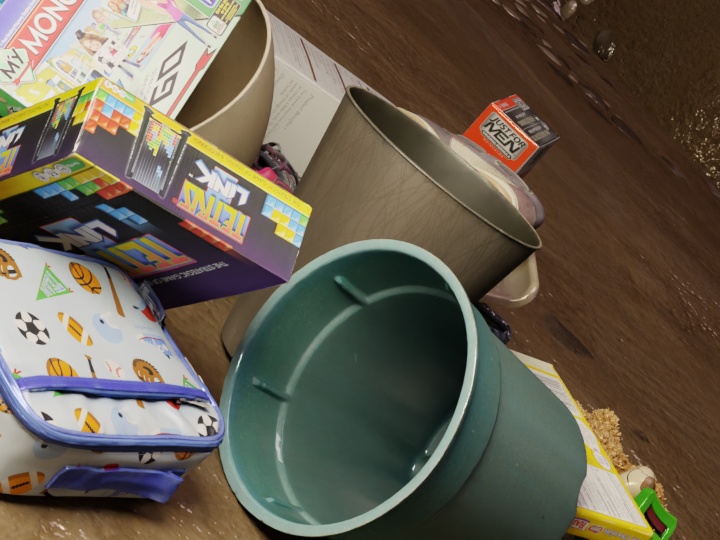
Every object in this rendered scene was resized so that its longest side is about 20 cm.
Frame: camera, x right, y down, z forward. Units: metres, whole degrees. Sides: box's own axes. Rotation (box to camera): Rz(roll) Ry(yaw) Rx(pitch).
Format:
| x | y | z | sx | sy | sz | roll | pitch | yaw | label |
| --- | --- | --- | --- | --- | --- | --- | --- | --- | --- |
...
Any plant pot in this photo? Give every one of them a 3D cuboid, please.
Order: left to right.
| x | y | z | sx | sy | sz | roll | pitch | yaw | label |
| --- | --- | --- | --- | --- | --- | --- | --- | --- | --- |
| -0.151 | -0.106 | 1.373 | 0.135 | 0.199 | 0.201 | 78 | -13 | -46 | plant pot |
| 0.043 | 0.110 | 1.260 | 0.196 | 0.200 | 0.201 | 35 | 18 | -45 | plant pot |

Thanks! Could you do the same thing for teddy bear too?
| x | y | z | sx | sy | sz | roll | pitch | yaw | label |
| --- | --- | --- | --- | --- | --- | --- | --- | --- | --- |
| 0.192 | 0.154 | 1.648 | 0.145 | 0.067 | 0.200 | 16 | 31 | -49 | teddy bear |

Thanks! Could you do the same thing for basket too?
| x | y | z | sx | sy | sz | roll | pitch | yaw | label |
| --- | --- | --- | --- | --- | --- | --- | --- | --- | --- |
| 0.000 | 0.000 | 1.363 | 0.180 | 0.200 | 0.136 | 41 | 15 | 8 | basket |

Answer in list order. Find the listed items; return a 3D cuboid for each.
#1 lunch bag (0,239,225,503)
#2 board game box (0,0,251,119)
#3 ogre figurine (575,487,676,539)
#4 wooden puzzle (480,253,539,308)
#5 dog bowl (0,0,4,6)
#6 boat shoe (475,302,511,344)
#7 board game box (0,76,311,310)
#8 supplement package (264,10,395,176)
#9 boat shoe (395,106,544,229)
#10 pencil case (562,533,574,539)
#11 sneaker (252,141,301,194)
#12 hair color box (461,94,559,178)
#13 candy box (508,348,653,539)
| x | y | z | sx | sy | sz | roll | pitch | yaw | label |
| --- | --- | --- | --- | --- | --- | --- | --- | --- | --- |
| -0.168 | 0.062 | 1.092 | 0.200 | 0.076 | 0.161 | 10 | 39 | -57 | lunch bag |
| -0.167 | -0.160 | 1.261 | 0.134 | 0.029 | 0.201 | 36 | 53 | -11 | board game box |
| 0.193 | 0.206 | 1.469 | 0.199 | 0.099 | 0.120 | -4 | -31 | 48 | ogre figurine |
| 0.047 | -0.025 | 1.550 | 0.199 | 0.047 | 0.185 | 9 | 14 | 1 | wooden puzzle |
| -0.256 | -0.170 | 1.310 | 0.050 | 0.111 | 0.201 | 50 | 44 | -25 | dog bowl |
| 0.029 | 0.030 | 1.545 | 0.200 | 0.091 | 0.071 | 32 | 21 | -29 | boat shoe |
| -0.156 | -0.037 | 1.167 | 0.165 | 0.199 | 0.057 | 32 | 63 | -31 | board game box |
| -0.067 | -0.134 | 1.671 | 0.200 | 0.117 | 0.117 | 35 | 18 | -25 | supplement package |
| 0.075 | -0.077 | 1.563 | 0.065 | 0.072 | 0.200 | 9 | 18 | -40 | boat shoe |
| 0.097 | 0.144 | 1.449 | 0.089 | 0.078 | 0.200 | 4 | 33 | -19 | pencil case |
| -0.079 | -0.071 | 1.511 | 0.080 | 0.075 | 0.200 | -4 | 21 | -7 | sneaker |
| 0.084 | -0.062 | 1.692 | 0.061 | 0.200 | 0.101 | 44 | 18 | 6 | hair color box |
| 0.137 | 0.125 | 1.406 | 0.102 | 0.026 | 0.200 | 18 | 27 | -31 | candy box |
